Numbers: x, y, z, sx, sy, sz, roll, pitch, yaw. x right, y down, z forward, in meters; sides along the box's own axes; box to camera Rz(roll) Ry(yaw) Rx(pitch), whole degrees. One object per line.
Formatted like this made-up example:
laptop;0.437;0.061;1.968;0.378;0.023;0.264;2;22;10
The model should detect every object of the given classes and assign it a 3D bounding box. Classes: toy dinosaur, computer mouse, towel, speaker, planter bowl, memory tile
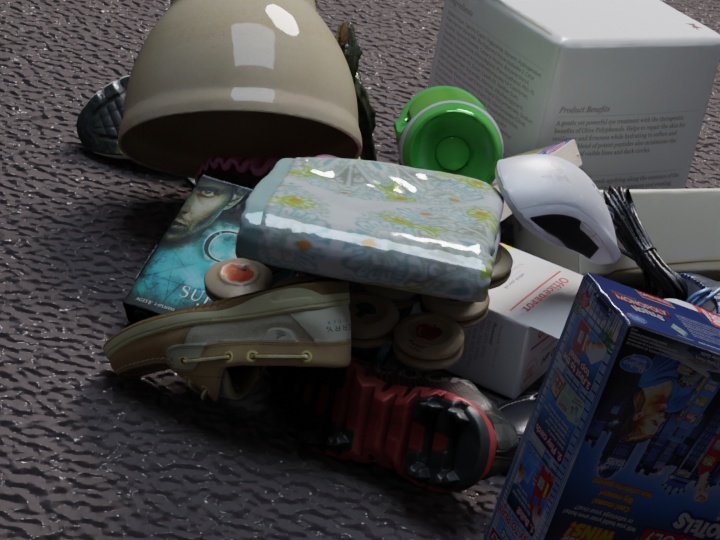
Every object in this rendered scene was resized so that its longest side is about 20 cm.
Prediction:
toy dinosaur;-0.011;-0.139;1.715;0.047;0.201;0.088;-41;47;-18
computer mouse;0.174;-0.041;1.475;0.199;0.044;0.110;22;39;-49
towel;0.012;-0.034;1.354;0.170;0.049;0.200;8;17;5
speaker;0.073;-0.107;1.642;0.088;0.089;0.200;11;10;-2
planter bowl;-0.097;-0.164;1.608;0.198;0.136;0.200;1;-13;0
memory tile;0.000;0.000;1.410;0.199;0.017;0.153;16;38;18

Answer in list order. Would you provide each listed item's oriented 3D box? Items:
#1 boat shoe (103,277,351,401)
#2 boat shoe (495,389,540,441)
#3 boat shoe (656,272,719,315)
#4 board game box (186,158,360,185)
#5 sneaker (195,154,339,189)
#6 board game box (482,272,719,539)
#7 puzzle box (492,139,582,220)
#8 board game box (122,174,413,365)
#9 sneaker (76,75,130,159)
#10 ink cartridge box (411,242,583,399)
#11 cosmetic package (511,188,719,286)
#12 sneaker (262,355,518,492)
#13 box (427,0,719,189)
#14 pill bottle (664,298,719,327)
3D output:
boat shoe;-0.092;0.055;1.335;0.199;0.067;0.074;-15;-6;34
boat shoe;0.158;0.091;1.423;0.199;0.063;0.073;-11;33;-39
boat shoe;0.275;0.055;1.517;0.068;0.085;0.200;18;18;-27
board game box;-0.060;-0.102;1.756;0.157;0.039;0.200;21;28;19
sneaker;-0.069;-0.043;1.592;0.079;0.096;0.199;10;-5;-42
board game box;0.177;0.122;1.253;0.199;0.201;0.062;18;22;-34
puzzle box;0.093;-0.061;1.675;0.132;0.026;0.200;-13;11;32
board game box;-0.059;0.008;1.462;0.199;0.028;0.136;16;55;18
sneaker;-0.153;-0.141;1.749;0.198;0.075;0.085;-16;-8;-2
ink cartridge box;0.098;0.031;1.515;0.199;0.068;0.115;22;29;23
cosmetic package;0.238;-0.026;1.643;0.199;0.074;0.103;-3;-6;-25
sneaker;0.024;0.100;1.346;0.199;0.071;0.098;17;7;36
box;0.196;-0.176;1.863;0.198;0.172;0.200;-5;30;-31
pill bottle;0.275;0.100;1.370;0.199;0.113;0.113;19;22;-18
